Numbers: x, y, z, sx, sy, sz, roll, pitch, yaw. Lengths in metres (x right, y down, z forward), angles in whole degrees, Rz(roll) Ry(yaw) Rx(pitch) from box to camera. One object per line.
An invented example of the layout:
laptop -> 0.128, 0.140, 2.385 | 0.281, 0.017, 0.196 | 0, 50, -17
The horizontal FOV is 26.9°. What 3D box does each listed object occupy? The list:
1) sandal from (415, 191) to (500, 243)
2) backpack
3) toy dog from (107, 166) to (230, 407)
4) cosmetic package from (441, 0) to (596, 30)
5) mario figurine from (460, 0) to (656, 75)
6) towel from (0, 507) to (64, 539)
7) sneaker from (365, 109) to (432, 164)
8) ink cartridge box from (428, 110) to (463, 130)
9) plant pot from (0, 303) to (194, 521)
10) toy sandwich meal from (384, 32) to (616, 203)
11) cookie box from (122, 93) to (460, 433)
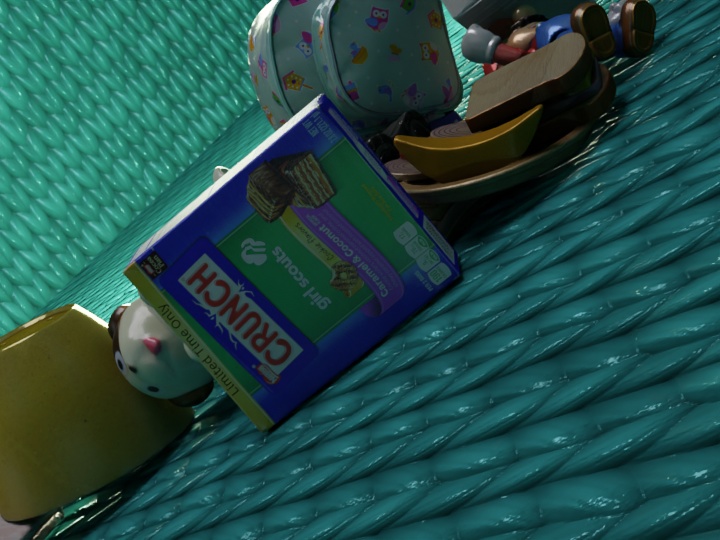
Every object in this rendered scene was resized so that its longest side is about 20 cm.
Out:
sandal -> 0.055, -0.047, 1.259 | 0.200, 0.054, 0.080 | -44, 12, -16
backpack -> -0.007, -0.214, 1.505 | 0.199, 0.177, 0.153 | -16, 9, -13
toy dog -> -0.136, 0.023, 1.317 | 0.200, 0.140, 0.194 | -46, 6, 5
cosmetic package -> 0.152, -0.274, 1.480 | 0.107, 0.090, 0.200 | -38, -28, 18
mario figurine -> 0.172, -0.218, 1.362 | 0.200, 0.123, 0.106 | -7, 57, 62
towel -> -0.382, 0.253, 1.353 | 0.199, 0.032, 0.191 | -9, 6, 2
sneaker -> 0.017, -0.096, 1.422 | 0.091, 0.076, 0.200 | -26, -1, 28
ink cartridge box -> 0.059, -0.135, 1.618 | 0.099, 0.039, 0.200 | -41, 12, -2
plant pot -> -0.274, 0.116, 1.388 | 0.199, 0.142, 0.200 | -25, 11, 5
toy sandwich meal -> 0.107, -0.123, 1.222 | 0.204, 0.070, 0.205 | -20, 19, 7
cookie box -> -0.052, -0.005, 1.164 | 0.200, 0.171, 0.075 | -39, 8, 11
